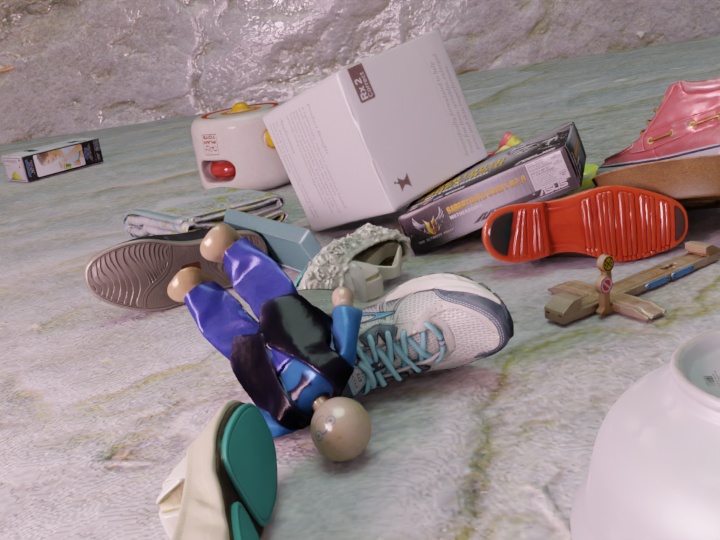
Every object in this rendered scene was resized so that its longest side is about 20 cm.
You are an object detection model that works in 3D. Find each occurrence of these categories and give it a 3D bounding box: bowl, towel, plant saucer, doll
[{"bbox_3d":[0.196,0.084,0.393,0.197,0.092,0.201,-8,17,2],"label":"bowl"},{"bbox_3d":[-0.217,-0.074,1.172,0.169,0.049,0.199,-18,19,-35],"label":"towel"},{"bbox_3d":[-0.094,-0.029,0.941,0.019,0.070,0.199,-45,31,-17],"label":"plant saucer"},{"bbox_3d":[-0.059,0.057,0.579,0.200,0.137,0.048,42,5,35],"label":"doll"},{"bbox_3d":[0.339,-0.085,0.862,0.196,0.036,0.200,-2,-2,0],"label":"plant saucer"}]

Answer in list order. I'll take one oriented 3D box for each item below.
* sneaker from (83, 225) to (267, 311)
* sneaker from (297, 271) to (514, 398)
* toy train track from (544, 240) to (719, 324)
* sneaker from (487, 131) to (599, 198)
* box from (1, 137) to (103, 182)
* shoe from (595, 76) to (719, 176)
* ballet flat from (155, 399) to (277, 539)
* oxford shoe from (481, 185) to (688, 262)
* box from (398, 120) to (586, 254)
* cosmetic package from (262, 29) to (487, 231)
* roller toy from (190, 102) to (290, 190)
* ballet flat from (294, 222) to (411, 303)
[{"bbox_3d":[-0.210,-0.005,0.924,0.197,0.076,0.106,-8,10,-30],"label":"sneaker"},{"bbox_3d":[0.015,0.061,0.615,0.197,0.079,0.087,-9,28,26],"label":"sneaker"},{"bbox_3d":[0.239,0.000,0.729,0.197,0.033,0.114,-17,19,-28],"label":"toy train track"},{"bbox_3d":[0.202,-0.128,1.051,0.197,0.092,0.078,1,18,25],"label":"sneaker"},{"bbox_3d":[-0.728,-0.264,1.993,0.115,0.061,0.199,8,24,43],"label":"box"},{"bbox_3d":[0.336,-0.148,0.911,0.070,0.093,0.199,-1,-3,-30],"label":"shoe"},{"bbox_3d":[-0.080,0.131,0.436,0.068,0.071,0.200,-10,17,-3],"label":"ballet flat"},{"bbox_3d":[0.217,-0.046,0.829,0.196,0.073,0.073,-1,4,4],"label":"oxford shoe"},{"bbox_3d":[0.154,-0.097,0.953,0.198,0.049,0.159,-22,12,23],"label":"box"},{"bbox_3d":[0.015,-0.166,1.033,0.164,0.167,0.199,-31,12,-30],"label":"cosmetic package"},{"bbox_3d":[-0.195,-0.217,1.445,0.179,0.142,0.200,-12,18,-8],"label":"roller toy"},{"bbox_3d":[0.000,0.000,0.788,0.071,0.073,0.200,-1,20,23],"label":"ballet flat"}]
